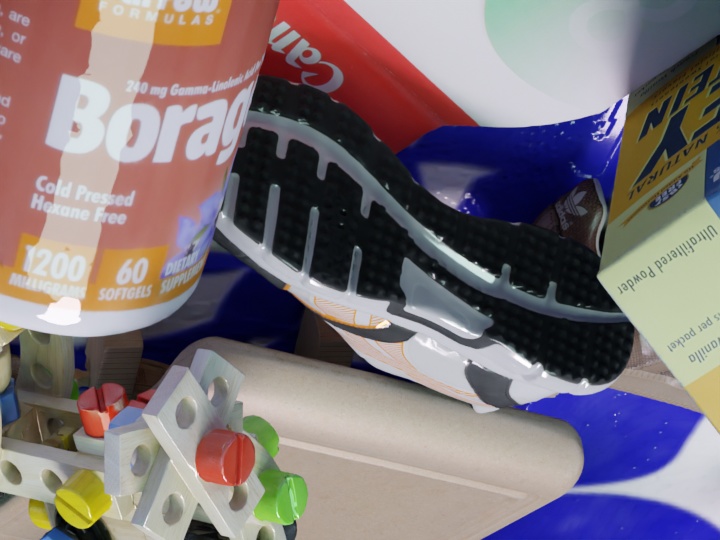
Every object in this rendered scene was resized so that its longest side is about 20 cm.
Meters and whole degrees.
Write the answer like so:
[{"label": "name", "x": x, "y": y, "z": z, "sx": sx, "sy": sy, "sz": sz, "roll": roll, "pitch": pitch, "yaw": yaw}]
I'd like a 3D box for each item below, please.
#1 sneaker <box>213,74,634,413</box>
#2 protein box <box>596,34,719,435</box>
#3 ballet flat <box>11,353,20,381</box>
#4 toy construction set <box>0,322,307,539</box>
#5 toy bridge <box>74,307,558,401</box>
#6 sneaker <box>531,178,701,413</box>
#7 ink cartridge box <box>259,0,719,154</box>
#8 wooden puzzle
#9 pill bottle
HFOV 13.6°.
[{"label": "sneaker", "x": 0.000, "y": 0.000, "z": 1.091, "sx": 0.199, "sy": 0.074, "sz": 0.080, "roll": 31, "pitch": 148, "yaw": -21}, {"label": "protein box", "x": 0.196, "y": 0.003, "z": 1.034, "sx": 0.135, "sy": 0.200, "sz": 0.199, "roll": -35, "pitch": 103, "yaw": 19}, {"label": "ballet flat", "x": -0.188, "y": 0.101, "z": 1.184, "sx": 0.072, "sy": 0.068, "sz": 0.200, "roll": 23, "pitch": 128, "yaw": -10}, {"label": "toy construction set", "x": -0.089, "y": 0.051, "z": 1.047, "sx": 0.092, "sy": 0.199, "sz": 0.132, "roll": -31, "pitch": 121, "yaw": -29}, {"label": "toy bridge", "x": -0.017, "y": 0.041, "z": 1.191, "sx": 0.199, "sy": 0.027, "sz": 0.067, "roll": 0, "pitch": 137, "yaw": -16}, {"label": "sneaker", "x": 0.152, "y": 0.014, "z": 1.181, "sx": 0.199, "sy": 0.071, "sz": 0.076, "roll": 8, "pitch": 132, "yaw": -25}, {"label": "ink cartridge box", "x": 0.016, "y": -0.095, "z": 1.043, "sx": 0.200, "sy": 0.050, "sz": 0.161, "roll": -35, "pitch": 134, "yaw": 17}, {"label": "wooden puzzle", "x": -0.038, "y": 0.087, "z": 1.202, "sx": 0.184, "sy": 0.037, "sz": 0.200, "roll": 14, "pitch": 146, "yaw": -29}, {"label": "pill bottle", "x": -0.082, "y": -0.090, "z": 0.956, "sx": 0.111, "sy": 0.112, "sz": 0.201, "roll": 5, "pitch": 120, "yaw": -21}]
